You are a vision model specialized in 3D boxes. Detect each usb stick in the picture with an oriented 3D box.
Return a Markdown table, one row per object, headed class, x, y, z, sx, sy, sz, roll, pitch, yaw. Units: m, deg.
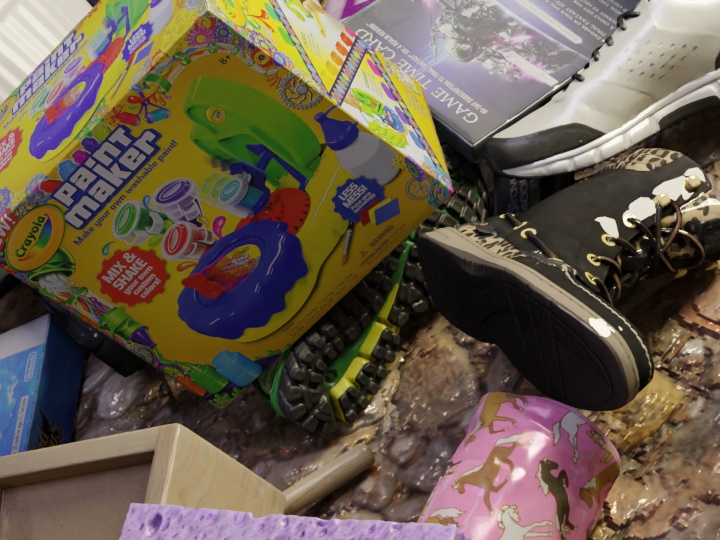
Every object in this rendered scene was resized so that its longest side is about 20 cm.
| class | x | y | z | sx | sy | sz | roll | pitch | yaw |
| --- | --- | --- | --- | --- | --- | --- | --- | --- | --- |
| usb stick | 0.104 | -0.033 | 1.532 | 0.055 | 0.033 | 0.200 | -29 | 37 | 25 |

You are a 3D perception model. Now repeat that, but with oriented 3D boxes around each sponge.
| class | x | y | z | sx | sy | sz | roll | pitch | yaw |
| --- | --- | --- | --- | --- | --- | --- | --- | --- | --- |
| sponge | -0.045 | 0.175 | 1.281 | 0.199 | 0.030 | 0.112 | 0 | 58 | 32 |

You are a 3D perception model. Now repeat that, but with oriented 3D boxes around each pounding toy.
| class | x | y | z | sx | sy | sz | roll | pitch | yaw |
| --- | --- | --- | --- | --- | --- | --- | --- | --- | --- |
| pounding toy | -0.116 | 0.173 | 1.453 | 0.184 | 0.142 | 0.201 | -12 | 55 | 35 |

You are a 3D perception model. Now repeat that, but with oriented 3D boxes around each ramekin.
| class | x | y | z | sx | sy | sz | roll | pitch | yaw |
| --- | --- | --- | --- | --- | --- | --- | --- | --- | --- |
| ramekin | -0.245 | -0.112 | 1.771 | 0.203 | 0.094 | 0.202 | -51 | 1 | 2 |

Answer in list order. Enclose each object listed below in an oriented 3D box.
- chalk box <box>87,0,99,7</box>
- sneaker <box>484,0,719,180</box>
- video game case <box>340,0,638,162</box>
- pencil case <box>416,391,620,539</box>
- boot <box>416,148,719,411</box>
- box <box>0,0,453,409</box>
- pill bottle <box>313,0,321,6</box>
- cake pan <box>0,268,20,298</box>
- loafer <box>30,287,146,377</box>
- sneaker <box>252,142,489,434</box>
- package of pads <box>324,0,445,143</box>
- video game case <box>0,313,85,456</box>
| class | x | y | z | sx | sy | sz | roll | pitch | yaw |
| --- | --- | --- | --- | --- | --- | --- | --- | --- | --- |
| chalk box | -0.137 | -0.242 | 1.816 | 0.124 | 0.200 | 0.125 | 9 | 58 | 47 |
| sneaker | 0.157 | -0.116 | 1.494 | 0.200 | 0.080 | 0.074 | -27 | 11 | -3 |
| video game case | 0.099 | -0.159 | 1.599 | 0.200 | 0.019 | 0.143 | -36 | 53 | -19 |
| pencil case | 0.065 | 0.157 | 1.320 | 0.083 | 0.087 | 0.200 | 12 | 58 | 23 |
| boot | 0.136 | -0.001 | 1.392 | 0.150 | 0.073 | 0.200 | -24 | 24 | -20 |
| box | -0.090 | -0.062 | 1.489 | 0.200 | 0.192 | 0.122 | -44 | 31 | 20 |
| pill bottle | -0.086 | -0.090 | 1.686 | 0.111 | 0.111 | 0.201 | -14 | 53 | 33 |
| cake pan | -0.213 | -0.039 | 1.747 | 0.200 | 0.037 | 0.200 | -43 | 1 | 1 |
| loafer | -0.164 | 0.014 | 1.679 | 0.070 | 0.068 | 0.201 | -52 | 22 | -3 |
| sneaker | 0.000 | 0.000 | 1.553 | 0.200 | 0.078 | 0.085 | -51 | 36 | -12 |
| package of pads | 0.036 | -0.157 | 1.688 | 0.120 | 0.076 | 0.200 | -13 | 44 | 28 |
| video game case | -0.274 | 0.141 | 1.686 | 0.181 | 0.045 | 0.200 | -23 | 40 | 25 |
